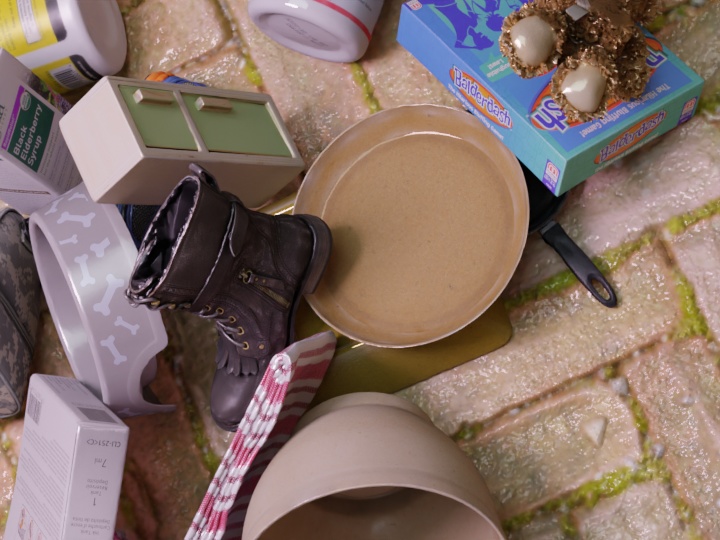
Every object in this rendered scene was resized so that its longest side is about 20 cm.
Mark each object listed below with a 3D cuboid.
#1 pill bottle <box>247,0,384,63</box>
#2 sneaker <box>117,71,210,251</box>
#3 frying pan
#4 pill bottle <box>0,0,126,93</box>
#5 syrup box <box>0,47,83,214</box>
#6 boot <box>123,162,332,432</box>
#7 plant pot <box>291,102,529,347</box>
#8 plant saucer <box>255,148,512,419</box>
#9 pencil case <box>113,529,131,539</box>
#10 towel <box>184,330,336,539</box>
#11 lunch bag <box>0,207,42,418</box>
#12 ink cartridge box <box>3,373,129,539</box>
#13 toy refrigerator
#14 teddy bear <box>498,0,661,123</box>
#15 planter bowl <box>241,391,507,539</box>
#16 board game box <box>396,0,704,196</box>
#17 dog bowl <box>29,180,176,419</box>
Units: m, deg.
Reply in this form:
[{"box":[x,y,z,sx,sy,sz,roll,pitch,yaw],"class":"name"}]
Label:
[{"box":[-0.015,-0.288,1.519,0.108,0.109,0.202,16,78,24],"class":"pill bottle"},{"box":[-0.161,-0.076,1.525,0.078,0.075,0.202,3,75,18],"class":"sneaker"},{"box":[0.145,-0.061,1.426,0.189,0.031,0.116,29,81,11],"class":"frying pan"},{"box":[-0.320,-0.202,1.602,0.198,0.114,0.115,-17,67,14],"class":"pill bottle"},{"box":[-0.295,-0.115,1.515,0.081,0.200,0.080,6,74,22],"class":"syrup box"},{"box":[-0.115,0.024,1.348,0.069,0.173,0.202,26,99,36],"class":"boot"},{"box":[0.040,-0.033,1.406,0.198,0.027,0.202,-7,69,18],"class":"plant pot"},{"box":[0.000,0.000,1.451,0.198,0.048,0.202,-23,66,11],"class":"plant saucer"},{"box":[-0.140,0.269,1.393,0.198,0.091,0.095,17,79,22],"class":"pencil case"},{"box":[-0.075,0.142,1.354,0.030,0.146,0.201,27,101,8],"class":"towel"},{"box":[-0.373,0.034,1.531,0.198,0.140,0.169,-9,53,14],"class":"lunch bag"},{"box":[-0.234,0.185,1.383,0.044,0.200,0.178,9,94,-21],"class":"ink cartridge box"},{"box":[-0.136,-0.101,1.422,0.070,0.199,0.076,-38,69,31],"class":"toy refrigerator"},{"box":[0.163,-0.185,1.350,0.144,0.067,0.201,23,46,-14],"class":"teddy bear"},{"box":[0.006,0.178,1.325,0.198,0.201,0.135,-21,39,13],"class":"planter bowl"},{"box":[0.149,-0.166,1.415,0.151,0.045,0.200,-30,61,-26],"class":"board game box"},{"box":[-0.210,0.029,1.433,0.058,0.201,0.201,-19,63,-16],"class":"dog bowl"}]
